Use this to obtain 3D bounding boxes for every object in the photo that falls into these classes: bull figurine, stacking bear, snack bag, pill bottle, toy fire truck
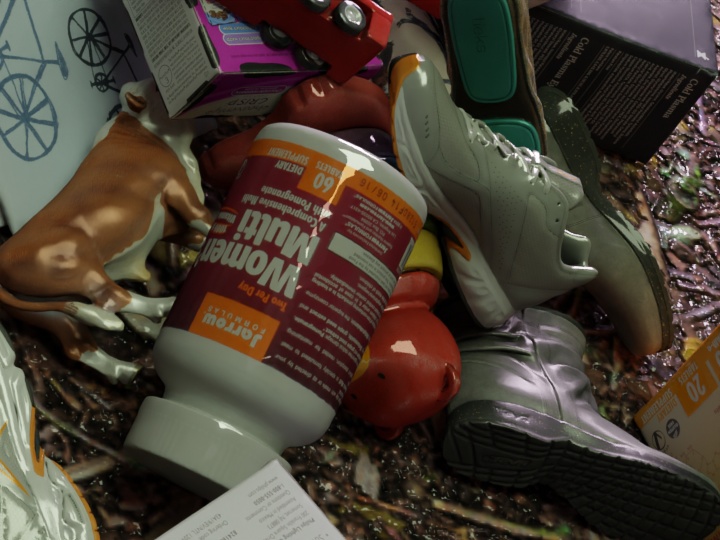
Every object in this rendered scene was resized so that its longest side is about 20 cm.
[{"bbox_3d":[-0.134,-0.028,1.455,0.121,0.065,0.200,36,56,7],"label":"bull figurine"},{"bbox_3d":[0.000,0.000,1.504,0.113,0.121,0.201,5,59,-51],"label":"stacking bear"},{"bbox_3d":[-0.184,-0.141,1.506,0.200,0.021,0.190,-33,105,-47],"label":"snack bag"},{"bbox_3d":[-0.049,0.028,1.384,0.109,0.110,0.201,28,77,-10],"label":"pill bottle"},{"bbox_3d":[-0.022,-0.190,1.480,0.199,0.049,0.142,32,45,-21],"label":"toy fire truck"}]

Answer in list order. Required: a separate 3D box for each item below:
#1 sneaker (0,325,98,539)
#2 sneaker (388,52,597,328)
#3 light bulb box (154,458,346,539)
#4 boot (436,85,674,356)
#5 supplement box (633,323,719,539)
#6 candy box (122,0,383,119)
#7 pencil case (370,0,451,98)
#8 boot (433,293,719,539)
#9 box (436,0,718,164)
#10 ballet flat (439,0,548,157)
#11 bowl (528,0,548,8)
[{"bbox_3d":[-0.215,0.096,1.293,0.092,0.076,0.201,-15,61,-34],"label":"sneaker"},{"bbox_3d":[0.081,-0.058,1.481,0.076,0.091,0.201,-92,159,-48],"label":"sneaker"},{"bbox_3d":[-0.063,0.238,1.240,0.200,0.125,0.198,48,43,11],"label":"light bulb box"},{"bbox_3d":[0.111,-0.008,1.612,0.130,0.068,0.201,-32,103,-17],"label":"boot"},{"bbox_3d":[0.271,0.134,1.549,0.073,0.126,0.201,-8,58,-38],"label":"supplement box"},{"bbox_3d":[-0.085,-0.193,1.508,0.136,0.061,0.201,-6,68,-43],"label":"candy box"},{"bbox_3d":[0.013,-0.143,1.653,0.078,0.089,0.201,36,27,-59],"label":"pencil case"},{"bbox_3d":[0.140,0.085,1.551,0.199,0.070,0.132,25,39,-19],"label":"boot"},{"bbox_3d":[0.148,-0.204,1.775,0.181,0.104,0.201,18,46,-17],"label":"box"},{"bbox_3d":[0.084,-0.110,1.520,0.068,0.201,0.067,5,38,8],"label":"ballet flat"},{"bbox_3d":[0.089,-0.253,1.655,0.199,0.075,0.200,-28,65,-36],"label":"bowl"}]
